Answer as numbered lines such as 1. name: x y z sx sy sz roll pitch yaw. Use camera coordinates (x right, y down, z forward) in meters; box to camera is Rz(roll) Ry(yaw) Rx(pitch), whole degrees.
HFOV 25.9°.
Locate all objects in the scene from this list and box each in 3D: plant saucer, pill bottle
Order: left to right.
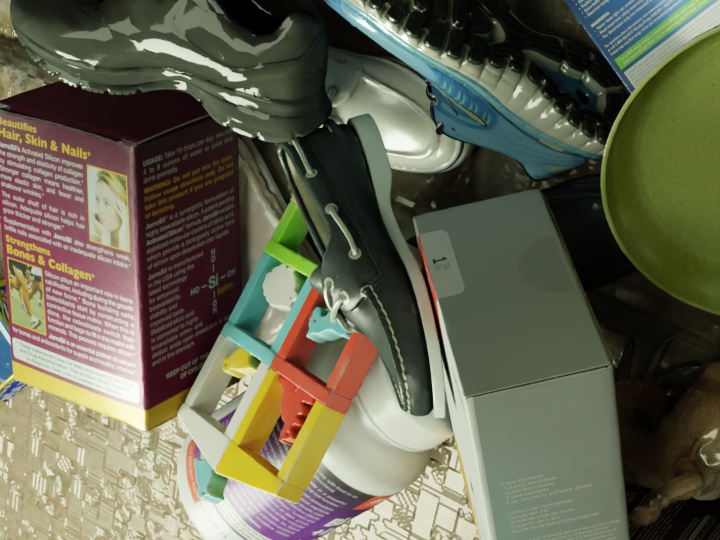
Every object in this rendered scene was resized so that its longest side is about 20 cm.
1. pill bottle: -0.022 0.109 1.032 0.200 0.111 0.112 -35 87 38
2. plant saucer: 0.224 -0.057 0.806 0.199 0.031 0.201 3 130 4

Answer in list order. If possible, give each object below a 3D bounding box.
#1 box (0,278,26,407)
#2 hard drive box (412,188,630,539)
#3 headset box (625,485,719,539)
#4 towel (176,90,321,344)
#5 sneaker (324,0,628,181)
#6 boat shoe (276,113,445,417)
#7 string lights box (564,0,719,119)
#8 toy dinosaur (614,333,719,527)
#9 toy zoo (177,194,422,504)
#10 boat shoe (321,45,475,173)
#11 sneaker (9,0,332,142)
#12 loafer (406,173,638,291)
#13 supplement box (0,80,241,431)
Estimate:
1. box: -0.307 0.078 1.241 0.200 0.064 0.070 -37 86 38
2. hard drive box: 0.092 0.084 0.861 0.076 0.156 0.201 -12 126 0
3. headset box: 0.182 0.216 0.960 0.199 0.077 0.150 6 111 31
4. towel: -0.128 -0.026 1.101 0.191 0.032 0.201 -29 92 37
5. sneaker: 0.053 -0.110 0.888 0.200 0.079 0.090 34 139 -13
6. boat shoe: 0.000 0.000 0.883 0.076 0.060 0.201 88 168 -52
7. string lights box: 0.154 -0.178 0.835 0.103 0.059 0.200 -36 86 37
8. toy dinosaur: 0.208 0.080 0.894 0.199 0.136 0.086 -27 133 17
9. toy zoo: -0.047 0.057 0.979 0.131 0.020 0.201 28 90 51
10. boat shoe: -0.024 -0.109 0.974 0.199 0.070 0.071 28 121 22
11. sneaker: -0.107 -0.145 0.907 0.199 0.076 0.091 14 130 7
12. loafer: 0.096 -0.008 0.933 0.200 0.070 0.068 -15 100 37
13. supplement box: -0.158 -0.016 1.037 0.130 0.103 0.201 18 118 32
